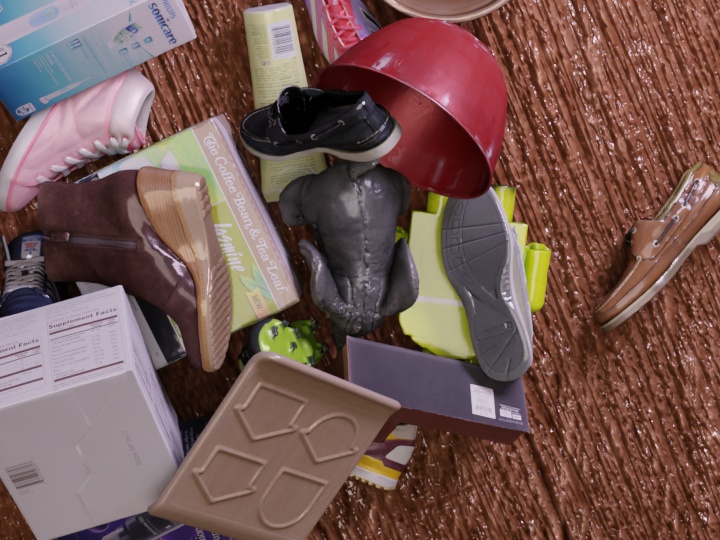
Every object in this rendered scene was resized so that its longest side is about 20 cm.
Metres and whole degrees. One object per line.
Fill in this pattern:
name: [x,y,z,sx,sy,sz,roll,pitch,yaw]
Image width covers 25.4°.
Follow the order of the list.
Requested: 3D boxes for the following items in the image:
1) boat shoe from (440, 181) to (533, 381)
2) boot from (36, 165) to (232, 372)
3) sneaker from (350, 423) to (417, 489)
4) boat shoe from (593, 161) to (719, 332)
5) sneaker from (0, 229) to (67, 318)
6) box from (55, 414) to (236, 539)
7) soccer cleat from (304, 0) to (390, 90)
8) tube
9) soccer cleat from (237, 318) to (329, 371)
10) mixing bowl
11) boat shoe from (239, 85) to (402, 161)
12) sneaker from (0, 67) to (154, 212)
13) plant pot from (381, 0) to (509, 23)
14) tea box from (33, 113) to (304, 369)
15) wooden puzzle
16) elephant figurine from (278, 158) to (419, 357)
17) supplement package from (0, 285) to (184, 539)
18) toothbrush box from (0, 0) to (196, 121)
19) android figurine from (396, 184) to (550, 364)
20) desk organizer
boat shoe: [0.133,0.010,1.611,0.074,0.065,0.202,-16,89,19]
boot: [-0.213,0.002,1.509,0.166,0.072,0.201,-5,101,15]
sneaker: [-0.038,0.152,1.657,0.200,0.075,0.090,25,86,-10]
boat shoe: [0.303,-0.025,1.647,0.068,0.072,0.200,44,84,-2]
sneaker: [-0.326,0.013,1.566,0.070,0.200,0.109,-5,90,-3]
box: [-0.201,0.246,1.614,0.200,0.104,0.148,-15,128,0]
soccer cleat: [-0.026,-0.272,1.599,0.067,0.076,0.200,-24,97,1]
tube: [-0.080,-0.170,1.627,0.058,0.052,0.201,5,111,42]
soccer cleat: [-0.088,0.086,1.580,0.081,0.200,0.068,-24,86,9]
mixing bowl: [0.066,-0.173,1.548,0.200,0.200,0.109,34,72,-5]
boat shoe: [-0.052,-0.147,1.527,0.075,0.199,0.066,-53,130,-21]
sneaker: [-0.282,-0.127,1.608,0.105,0.075,0.200,33,91,0]
plant pot: [0.082,-0.346,1.585,0.200,0.093,0.201,0,98,-1]
tea box: [-0.185,-0.026,1.593,0.196,0.134,0.200,-26,97,3]
wooden puzzle: [-0.084,0.168,1.504,0.185,0.046,0.200,25,108,-41]
elephant figurine: [0.000,0.000,1.577,0.141,0.155,0.201,-12,78,29]
supplement package: [-0.263,0.135,1.483,0.155,0.111,0.200,-16,136,-1]
toothbrush box: [-0.281,-0.260,1.557,0.200,0.085,0.147,-23,60,1]
android figurine: [0.105,0.006,1.654,0.182,0.041,0.201,5,96,-3]
desk organizer: [0.063,0.134,1.610,0.200,0.072,0.077,13,140,-21]
